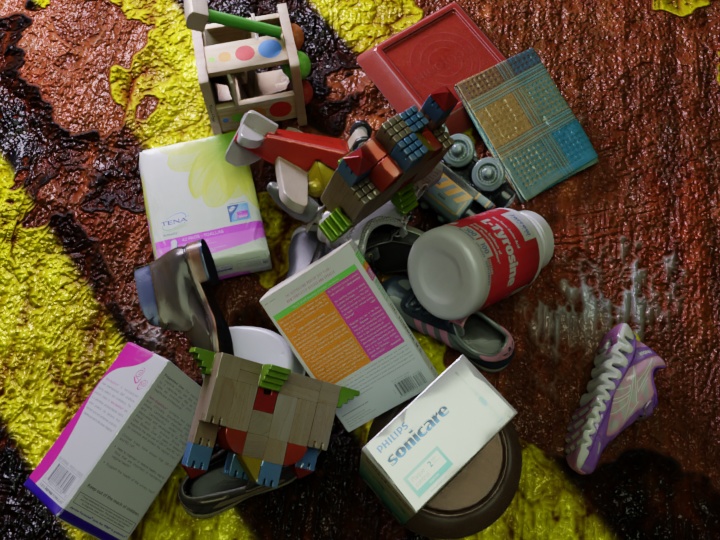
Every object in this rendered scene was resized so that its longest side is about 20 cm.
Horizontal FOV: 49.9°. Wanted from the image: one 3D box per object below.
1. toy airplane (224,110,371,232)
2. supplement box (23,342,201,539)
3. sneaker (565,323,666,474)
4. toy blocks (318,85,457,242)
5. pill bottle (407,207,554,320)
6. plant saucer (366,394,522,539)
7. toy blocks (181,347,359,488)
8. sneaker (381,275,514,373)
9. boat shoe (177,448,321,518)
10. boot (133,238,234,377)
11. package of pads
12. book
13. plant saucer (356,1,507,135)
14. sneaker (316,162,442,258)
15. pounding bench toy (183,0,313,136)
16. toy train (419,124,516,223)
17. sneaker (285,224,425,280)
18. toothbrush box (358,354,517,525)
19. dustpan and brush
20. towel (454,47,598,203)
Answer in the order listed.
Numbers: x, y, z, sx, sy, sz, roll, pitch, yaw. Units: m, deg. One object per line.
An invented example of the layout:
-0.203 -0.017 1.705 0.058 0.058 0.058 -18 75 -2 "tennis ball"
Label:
-0.084 -0.134 1.031 0.198 0.143 0.199 30 34 30 "toy airplane"
-0.278 0.201 0.912 0.101 0.103 0.201 13 64 45 "supplement box"
0.325 0.169 0.970 0.088 0.081 0.201 29 69 2 "sneaker"
0.040 -0.130 0.890 0.199 0.137 0.100 -37 84 -26 "toy blocks"
0.160 -0.016 0.983 0.199 0.113 0.113 -20 66 -44 "pill bottle"
0.106 0.228 0.964 0.197 0.035 0.203 0 69 -1 "plant saucer"
-0.112 0.180 0.879 0.198 0.100 0.138 19 75 -23 "toy blocks"
0.113 0.057 1.004 0.198 0.082 0.071 27 73 10 "sneaker"
-0.127 0.234 0.935 0.199 0.073 0.075 -31 72 -12 "boat shoe"
-0.217 0.069 0.962 0.096 0.075 0.202 -15 75 3 "boot"
-0.216 -0.083 1.064 0.153 0.068 0.202 -12 69 -7 "package of pads"
-0.012 0.082 0.944 0.133 0.048 0.201 -30 99 14 "book"
0.127 -0.309 1.176 0.198 0.037 0.201 -32 73 -13 "plant saucer"
0.040 -0.075 0.995 0.199 0.075 0.082 -38 68 -22 "sneaker"
-0.150 -0.302 1.075 0.154 0.201 0.125 -11 62 -4 "pounding bench toy"
0.117 -0.135 1.082 0.200 0.085 0.114 40 96 10 "toy train"
0.000 0.000 1.017 0.197 0.075 0.107 0 47 8 "sneaker"
0.077 0.193 0.852 0.146 0.200 0.085 -40 73 -16 "toothbrush box"
-0.100 0.121 0.999 0.198 0.057 0.141 -19 62 -1 "dustpan and brush"
0.242 -0.213 1.128 0.146 0.022 0.201 -27 81 -13 "towel"
